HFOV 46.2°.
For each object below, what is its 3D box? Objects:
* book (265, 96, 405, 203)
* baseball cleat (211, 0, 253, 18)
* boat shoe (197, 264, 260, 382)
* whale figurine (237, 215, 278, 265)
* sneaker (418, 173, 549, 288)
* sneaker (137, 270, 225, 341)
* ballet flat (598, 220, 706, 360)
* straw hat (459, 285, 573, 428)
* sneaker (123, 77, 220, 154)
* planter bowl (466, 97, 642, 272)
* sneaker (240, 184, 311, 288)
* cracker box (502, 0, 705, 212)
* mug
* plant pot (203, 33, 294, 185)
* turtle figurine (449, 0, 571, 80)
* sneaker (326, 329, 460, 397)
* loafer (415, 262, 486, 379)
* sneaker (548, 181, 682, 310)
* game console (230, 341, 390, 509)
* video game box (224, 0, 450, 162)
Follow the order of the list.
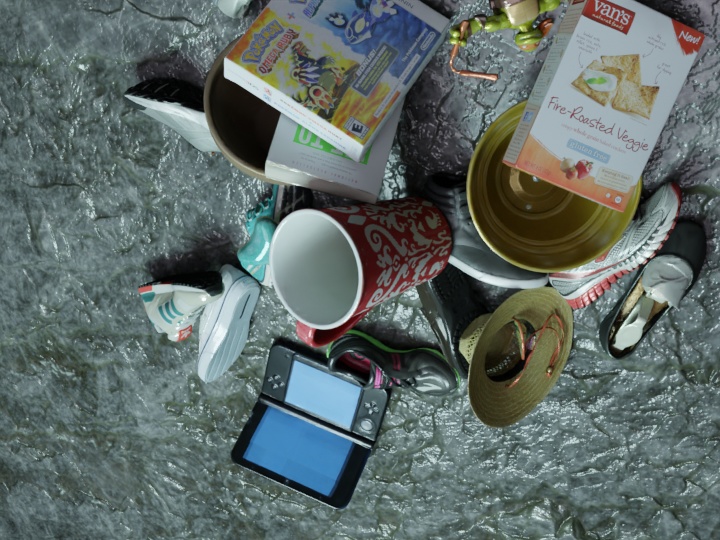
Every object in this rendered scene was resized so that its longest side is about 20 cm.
[{"bbox_3d":[-0.019,-0.188,0.978,0.133,0.201,0.048,15,163,-3],"label":"book"},{"bbox_3d":[-0.135,-0.394,0.987,0.106,0.070,0.200,37,123,-1],"label":"baseball cleat"},{"bbox_3d":[-0.210,0.078,1.285,0.067,0.073,0.200,41,119,25],"label":"boat shoe"},{"bbox_3d":[-0.057,-0.004,1.107,0.199,0.104,0.159,18,125,-30],"label":"whale figurine"},{"bbox_3d":[0.149,-0.054,1.044,0.200,0.071,0.100,27,124,21],"label":"sneaker"},{"bbox_3d":[-0.255,0.056,1.247,0.199,0.070,0.094,-3,103,47],"label":"sneaker"},{"bbox_3d":[0.356,0.035,1.024,0.068,0.068,0.200,26,123,5],"label":"ballet flat"},{"bbox_3d":[0.179,0.098,1.091,0.085,0.201,0.202,24,130,46],"label":"straw hat"},{"bbox_3d":[-0.228,-0.200,1.130,0.199,0.074,0.080,21,128,10],"label":"sneaker"},{"bbox_3d":[0.214,-0.104,0.977,0.199,0.083,0.201,-1,102,-4],"label":"planter bowl"},{"bbox_3d":[-0.123,-0.066,1.162,0.079,0.077,0.201,30,124,18],"label":"sneaker"},{"bbox_3d":[0.253,-0.180,0.890,0.133,0.058,0.201,20,99,-11],"label":"cracker box"},{"bbox_3d":[-0.004,-0.011,1.001,0.177,0.200,0.134,-37,78,39],"label":"mug"},{"bbox_3d":[-0.089,-0.192,1.039,0.200,0.201,0.093,34,166,2],"label":"plant pot"},{"bbox_3d":[0.176,-0.306,0.913,0.199,0.064,0.162,-17,114,8],"label":"turtle figurine"},{"bbox_3d":[0.043,0.147,1.201,0.199,0.084,0.077,12,121,16],"label":"sneaker"},{"bbox_3d":[0.122,0.055,1.139,0.071,0.073,0.201,24,140,56],"label":"loafer"},{"bbox_3d":[0.297,-0.036,1.004,0.082,0.078,0.200,42,124,-3],"label":"sneaker"},{"bbox_3d":[-0.077,0.232,1.277,0.199,0.118,0.171,21,123,10],"label":"game console"},{"bbox_3d":[-0.024,-0.251,0.952,0.182,0.200,0.047,32,161,4],"label":"video game box"}]
